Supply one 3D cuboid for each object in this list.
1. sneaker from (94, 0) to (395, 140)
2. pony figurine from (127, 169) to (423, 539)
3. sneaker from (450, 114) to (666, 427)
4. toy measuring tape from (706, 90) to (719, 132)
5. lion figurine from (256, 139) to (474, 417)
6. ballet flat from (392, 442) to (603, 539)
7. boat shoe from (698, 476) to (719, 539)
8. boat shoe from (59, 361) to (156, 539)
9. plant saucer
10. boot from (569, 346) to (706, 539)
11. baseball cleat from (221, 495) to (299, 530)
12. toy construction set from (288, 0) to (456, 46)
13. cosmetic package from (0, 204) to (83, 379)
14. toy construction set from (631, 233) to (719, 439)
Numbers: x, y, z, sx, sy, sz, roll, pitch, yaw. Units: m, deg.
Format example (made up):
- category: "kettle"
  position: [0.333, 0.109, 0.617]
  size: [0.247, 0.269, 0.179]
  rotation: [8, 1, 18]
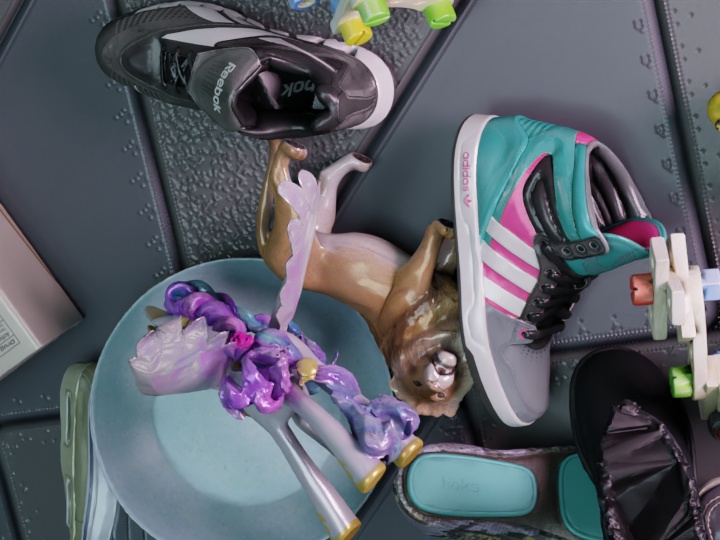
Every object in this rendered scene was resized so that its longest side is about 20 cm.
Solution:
- category: "sneaker"
  position: [-0.084, -0.125, 1.569]
  size: [0.200, 0.090, 0.066]
  rotation: [13, 109, 16]
- category: "pony figurine"
  position: [-0.055, 0.059, 1.522]
  size: [0.200, 0.167, 0.193]
  rotation: [43, 156, 11]
- category: "sneaker"
  position: [0.129, 0.001, 1.538]
  size: [0.121, 0.084, 0.200]
  rotation: [0, 105, 30]
- category: "toy measuring tape"
  position: [0.296, -0.061, 1.463]
  size: [0.200, 0.074, 0.074]
  rotation: [23, 112, 13]
- category: "lion figurine"
  position: [0.000, 0.000, 1.590]
  size: [0.200, 0.072, 0.123]
  rotation: [31, 110, 15]
- category: "ballet flat"
  position: [0.115, 0.147, 1.587]
  size: [0.200, 0.072, 0.072]
  rotation: [8, 110, -10]
- category: "boat shoe"
  position: [0.282, 0.209, 1.543]
  size: [0.073, 0.063, 0.200]
  rotation: [-41, 92, 5]
- category: "boat shoe"
  position: [-0.170, 0.156, 1.706]
  size: [0.062, 0.072, 0.200]
  rotation: [16, 109, 41]
- category: "plant saucer"
  position: [-0.076, 0.092, 1.636]
  size: [0.201, 0.039, 0.201]
  rotation: [0, 86, 5]
- category: "boot"
  position: [0.165, 0.117, 1.478]
  size: [0.073, 0.162, 0.198]
  rotation: [-14, 68, 6]
- category: "baseball cleat"
  position: [-0.045, 0.219, 1.669]
  size: [0.200, 0.070, 0.106]
  rotation: [41, 115, 4]
- category: "toy construction set"
  position: [0.046, -0.200, 1.466]
  size: [0.200, 0.131, 0.092]
  rotation: [-20, 81, 61]
- category: "cosmetic package"
  position: [-0.293, -0.013, 1.687]
  size: [0.104, 0.073, 0.200]
  rotation: [-34, 93, 25]
- category: "toy construction set"
  position: [0.257, 0.042, 1.471]
  size: [0.200, 0.092, 0.131]
  rotation: [7, 149, 7]
